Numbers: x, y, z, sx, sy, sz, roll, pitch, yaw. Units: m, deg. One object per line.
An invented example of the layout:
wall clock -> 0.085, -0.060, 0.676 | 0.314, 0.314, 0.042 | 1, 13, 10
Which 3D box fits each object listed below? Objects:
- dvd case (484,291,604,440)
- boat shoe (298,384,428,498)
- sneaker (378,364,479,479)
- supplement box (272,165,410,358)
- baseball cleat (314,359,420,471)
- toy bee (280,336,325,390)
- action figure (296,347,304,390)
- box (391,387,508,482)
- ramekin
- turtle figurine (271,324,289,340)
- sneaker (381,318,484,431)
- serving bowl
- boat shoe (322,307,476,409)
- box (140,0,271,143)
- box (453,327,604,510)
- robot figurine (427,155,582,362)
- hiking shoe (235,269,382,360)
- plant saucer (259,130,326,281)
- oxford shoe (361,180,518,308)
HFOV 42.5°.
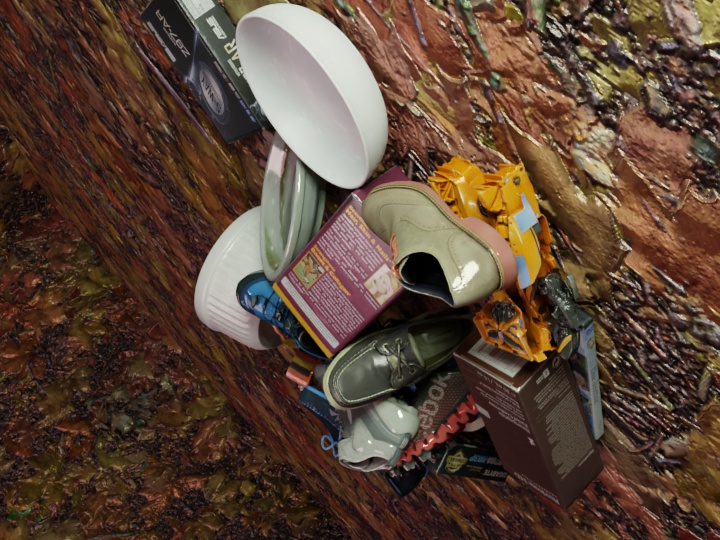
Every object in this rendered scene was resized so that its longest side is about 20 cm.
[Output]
dvd case -> 0.189, 0.081, 0.965 | 0.142, 0.017, 0.201 | 36, 157, 39
boat shoe -> -0.003, 0.227, 1.208 | 0.199, 0.069, 0.084 | 36, 177, 0
sneaker -> 0.089, 0.167, 1.116 | 0.098, 0.200, 0.071 | 53, -169, 18
supplement box -> 0.002, -0.006, 1.021 | 0.111, 0.085, 0.200 | 50, 136, 4
baseball cleat -> -0.013, 0.174, 1.113 | 0.069, 0.107, 0.199 | 35, 171, -33
toy bee -> -0.053, 0.111, 1.333 | 0.130, 0.110, 0.200 | 25, 179, -7
action figure -> -0.046, 0.120, 1.520 | 0.199, 0.134, 0.150 | 34, 116, 10
box -> 0.095, 0.210, 1.262 | 0.158, 0.046, 0.199 | 20, -171, -46
ramekin -> -0.135, 0.019, 1.338 | 0.104, 0.201, 0.201 | 31, 155, 23
turtle figurine -> -0.034, 0.067, 1.259 | 0.198, 0.065, 0.162 | 31, -153, -7
sneaker -> 0.088, 0.126, 1.192 | 0.112, 0.077, 0.200 | 52, 171, -35
serving bowl -> -0.038, -0.182, 0.926 | 0.200, 0.066, 0.201 | 45, 161, 19
boat shoe -> 0.049, 0.093, 1.047 | 0.066, 0.199, 0.073 | -26, 89, 62
box -> -0.185, -0.261, 1.156 | 0.201, 0.043, 0.160 | 56, 160, -16
box -> 0.179, 0.149, 0.978 | 0.100, 0.075, 0.201 | 27, 153, 49
robot figurine -> 0.131, -0.003, 0.848 | 0.144, 0.058, 0.202 | 19, 134, 59
hiking shoe -> -0.070, 0.055, 1.140 | 0.197, 0.087, 0.075 | 20, 109, 12
plant saucer -> -0.079, -0.086, 1.123 | 0.200, 0.049, 0.203 | -174, 90, -73
oxford shoe -> 0.049, -0.026, 0.824 | 0.199, 0.074, 0.071 | 30, 142, 52
